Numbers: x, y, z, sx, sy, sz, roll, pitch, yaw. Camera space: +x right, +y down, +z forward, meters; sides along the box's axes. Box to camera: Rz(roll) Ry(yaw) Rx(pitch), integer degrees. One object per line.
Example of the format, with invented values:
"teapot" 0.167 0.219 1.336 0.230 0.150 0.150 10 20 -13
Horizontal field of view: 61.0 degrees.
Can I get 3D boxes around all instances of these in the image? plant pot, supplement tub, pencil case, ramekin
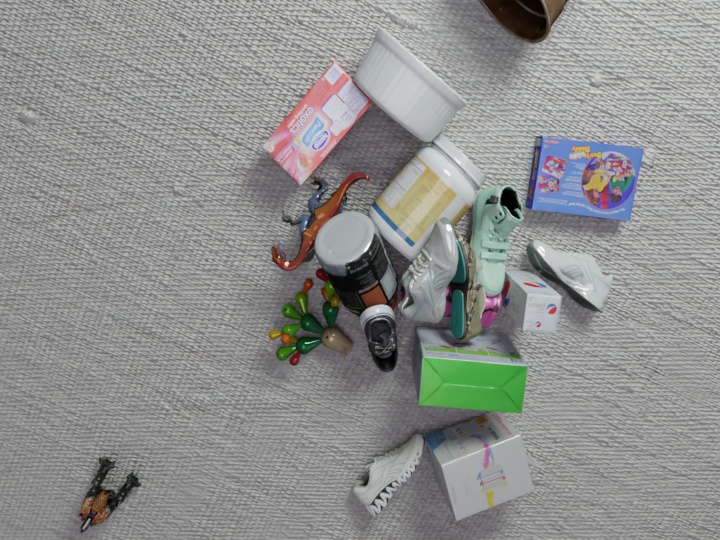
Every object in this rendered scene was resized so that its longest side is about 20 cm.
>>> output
"plant pot" 0.308 -0.536 1.027 0.200 0.200 0.199 43 91 -9
"supplement tub" 0.122 -0.131 1.128 0.144 0.145 0.201 41 99 -8
"pencil case" 0.175 0.061 1.200 0.193 0.091 0.097 10 110 -4
"ramekin" 0.081 -0.317 1.065 0.199 0.201 0.098 38 108 -8
"supplement tub" 0.000 0.000 1.129 0.119 0.125 0.202 -21 139 4

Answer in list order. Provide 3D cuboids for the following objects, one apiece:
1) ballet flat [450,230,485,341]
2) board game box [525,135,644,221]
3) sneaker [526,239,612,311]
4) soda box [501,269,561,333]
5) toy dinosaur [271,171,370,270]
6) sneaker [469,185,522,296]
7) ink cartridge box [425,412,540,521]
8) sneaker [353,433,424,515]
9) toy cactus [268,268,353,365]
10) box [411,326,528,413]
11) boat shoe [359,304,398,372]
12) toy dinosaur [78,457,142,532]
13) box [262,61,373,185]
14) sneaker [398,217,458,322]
"ballet flat" 0.197 0.026 1.130 0.073 0.067 0.207 -10 98 -29
"board game box" 0.426 -0.176 1.170 0.193 0.045 0.139 6 102 -2
"sneaker" 0.410 -0.006 1.203 0.198 0.070 0.081 36 85 -10
"soda box" 0.310 0.053 1.140 0.061 0.200 0.071 5 102 0
"toy dinosaur" -0.093 -0.089 1.132 0.104 0.199 0.185 31 57 -17
"sneaker" 0.253 -0.056 1.132 0.071 0.118 0.208 -1 87 -16
"ink cartridge box" 0.250 0.385 1.240 0.194 0.129 0.129 -19 103 -5
"sneaker" 0.061 0.417 1.288 0.081 0.075 0.202 39 97 3
"toy cactus" -0.083 0.114 1.216 0.163 0.102 0.203 33 92 -17
"box" 0.202 0.184 1.180 0.193 0.177 0.100 4 102 -2
"boat shoe" 0.041 0.137 1.165 0.068 0.202 0.068 -15 58 -6
"toy dinosaur" -0.526 0.474 1.257 0.197 0.137 0.103 -15 126 45
"box" -0.076 -0.267 1.123 0.102 0.095 0.201 41 99 -8
"sneaker" 0.118 0.006 1.069 0.078 0.071 0.206 1 119 -15
